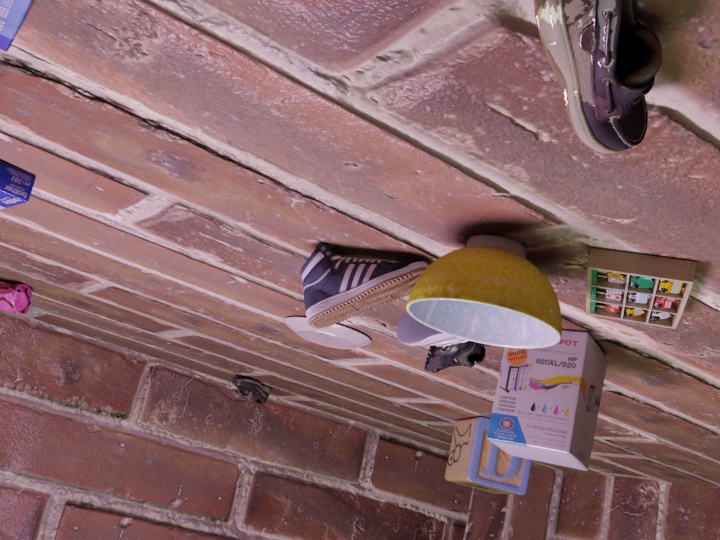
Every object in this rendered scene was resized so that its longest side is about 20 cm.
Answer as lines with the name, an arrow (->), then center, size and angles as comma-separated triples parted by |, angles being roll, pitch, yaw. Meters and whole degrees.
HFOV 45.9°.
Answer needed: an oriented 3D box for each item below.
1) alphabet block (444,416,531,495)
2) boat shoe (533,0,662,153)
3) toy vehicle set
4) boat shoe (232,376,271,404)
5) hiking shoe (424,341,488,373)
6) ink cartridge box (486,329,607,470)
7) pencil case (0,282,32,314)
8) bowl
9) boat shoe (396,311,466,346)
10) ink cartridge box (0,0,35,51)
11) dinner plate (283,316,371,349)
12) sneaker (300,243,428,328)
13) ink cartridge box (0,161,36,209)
alphabet block -> 0.388, 0.559, 2.554 | 0.194, 0.198, 0.200 | 19, 164, -11
boat shoe -> 0.179, -0.145, 0.598 | 0.064, 0.073, 0.200 | 8, 158, 34
toy vehicle set -> 0.356, 0.026, 1.097 | 0.122, 0.027, 0.200 | 9, 163, 18
boat shoe -> -0.375, 0.418, 2.927 | 0.074, 0.074, 0.200 | 3, 161, 32
hiking shoe -> 0.181, 0.159, 1.599 | 0.099, 0.077, 0.200 | 17, 163, 0
ink cartridge box -> 0.319, 0.214, 1.441 | 0.145, 0.203, 0.145 | 4, 160, 30
pencil case -> -0.954, 0.057, 2.190 | 0.197, 0.092, 0.094 | 10, 150, 6
bowl -> 0.164, 0.019, 1.085 | 0.197, 0.109, 0.200 | 12, 164, 3
boat shoe -> 0.140, 0.101, 1.444 | 0.065, 0.075, 0.199 | 28, 160, -30
ink cartridge box -> -0.212, -0.229, 0.519 | 0.076, 0.138, 0.199 | 28, 159, -27
dinner plate -> -0.073, 0.141, 1.847 | 0.197, 0.025, 0.200 | 12, 163, 4
sneaker -> 0.000, 0.000, 1.258 | 0.198, 0.110, 0.070 | -23, 152, 11
ink cartridge box -> -0.592, -0.132, 1.323 | 0.093, 0.045, 0.198 | 25, 160, -39
